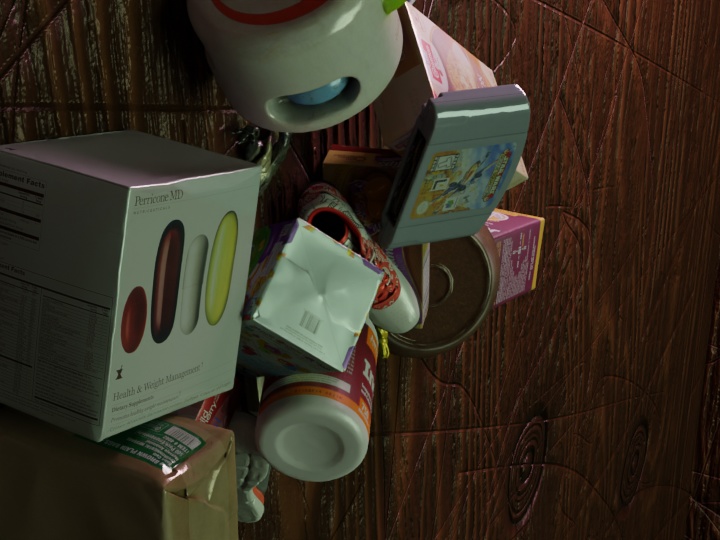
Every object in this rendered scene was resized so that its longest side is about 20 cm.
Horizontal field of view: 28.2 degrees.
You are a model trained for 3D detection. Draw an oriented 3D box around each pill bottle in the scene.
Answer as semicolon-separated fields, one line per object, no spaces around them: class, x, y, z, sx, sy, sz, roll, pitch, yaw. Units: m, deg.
pill bottle;-0.040;0.102;1.441;0.201;0.111;0.114;-83;167;-47

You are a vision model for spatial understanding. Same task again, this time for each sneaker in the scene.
sneaker;-0.001;0.000;1.534;0.202;0.067;0.108;55;6;-15
sneaker;-0.126;0.187;1.497;0.201;0.076;0.083;102;4;-55

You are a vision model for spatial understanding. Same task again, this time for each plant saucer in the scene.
plant saucer;0.080;0.014;1.719;0.034;0.198;0.203;-136;-128;-69

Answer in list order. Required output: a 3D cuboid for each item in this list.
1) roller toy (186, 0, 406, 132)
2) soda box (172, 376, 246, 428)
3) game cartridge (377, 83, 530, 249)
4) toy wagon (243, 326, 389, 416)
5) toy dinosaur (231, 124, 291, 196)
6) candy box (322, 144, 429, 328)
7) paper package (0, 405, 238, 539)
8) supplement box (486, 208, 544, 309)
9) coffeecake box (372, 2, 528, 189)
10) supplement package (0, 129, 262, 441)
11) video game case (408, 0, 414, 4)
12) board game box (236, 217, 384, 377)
roller toy;-0.058;-0.226;1.301;0.183;0.199;0.140;-52;148;-20
soda box;-0.187;0.180;1.375;0.202;0.069;0.063;-67;151;-17
game cartridge;0.101;-0.105;1.492;0.132;0.042;0.201;-7;140;-25
toy wagon;-0.047;0.101;1.585;0.199;0.039;0.157;-17;105;-45
toy dinosaur;-0.091;-0.127;1.440;0.089;0.047;0.201;90;25;-58
candy box;0.019;-0.037;1.616;0.057;0.115;0.202;-67;159;-60
paper package;-0.210;0.208;1.199;0.103;0.198;0.193;-38;135;-52
supplement box;0.142;-0.019;1.869;0.199;0.130;0.105;-21;121;-60
coffeecake box;0.089;-0.180;1.565;0.199;0.073;0.155;26;43;-52
supplement package;-0.199;0.004;1.173;0.191;0.146;0.203;-19;121;-60
video game case;0.002;-0.325;1.552;0.201;0.023;0.184;-55;147;-38
board game box;-0.083;0.030;1.338;0.104;0.199;0.104;32;71;-24
